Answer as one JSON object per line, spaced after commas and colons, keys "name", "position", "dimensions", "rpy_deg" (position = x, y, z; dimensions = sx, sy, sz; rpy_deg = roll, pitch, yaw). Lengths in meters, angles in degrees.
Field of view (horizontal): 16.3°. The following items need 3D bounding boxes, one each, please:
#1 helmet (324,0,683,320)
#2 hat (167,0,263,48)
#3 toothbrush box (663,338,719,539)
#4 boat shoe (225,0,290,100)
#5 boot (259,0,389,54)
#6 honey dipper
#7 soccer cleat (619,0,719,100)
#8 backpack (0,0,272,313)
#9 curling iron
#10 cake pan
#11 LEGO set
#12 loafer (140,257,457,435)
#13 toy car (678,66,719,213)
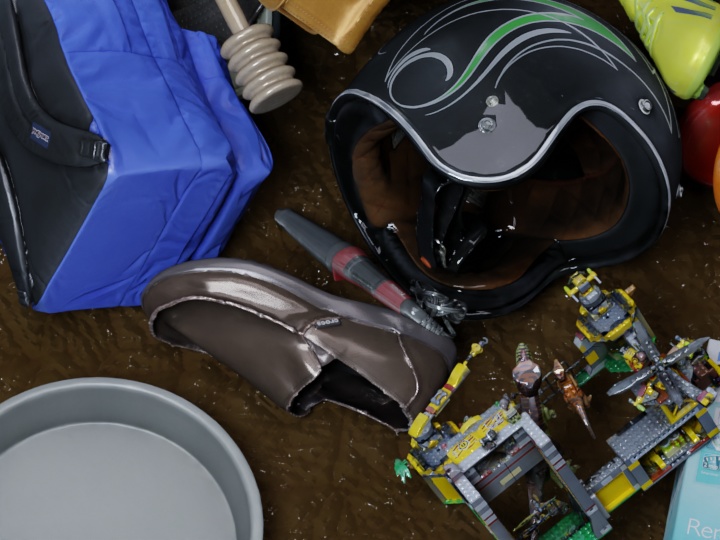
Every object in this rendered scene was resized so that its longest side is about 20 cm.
{"name": "helmet", "position": [0.098, -0.080, 1.579], "dimensions": [0.191, 0.200, 0.200], "rpy_deg": [-27, 63, -23]}
{"name": "hat", "position": [-0.126, -0.233, 1.662], "dimensions": [0.200, 0.081, 0.201], "rpy_deg": [-16, 57, 27]}
{"name": "toothbrush box", "position": [0.256, 0.157, 1.498], "dimensions": [0.146, 0.085, 0.200], "rpy_deg": [13, 56, 5]}
{"name": "boat shoe", "position": [-0.076, -0.188, 1.706], "dimensions": [0.066, 0.074, 0.199], "rpy_deg": [27, 34, -41]}
{"name": "boot", "position": [-0.024, -0.231, 1.593], "dimensions": [0.144, 0.071, 0.201], "rpy_deg": [-53, 42, 11]}
{"name": "honey dipper", "position": [-0.098, -0.192, 1.590], "dimensions": [0.038, 0.038, 0.200], "rpy_deg": [-24, 77, -18]}
{"name": "soccer cleat", "position": [0.192, -0.166, 1.618], "dimensions": [0.084, 0.065, 0.200], "rpy_deg": [25, 23, -10]}
{"name": "backpack", "position": [-0.164, -0.093, 1.587], "dimensions": [0.168, 0.163, 0.200], "rpy_deg": [-3, 53, -41]}
{"name": "curling iron", "position": [0.000, 0.000, 1.564], "dimensions": [0.200, 0.050, 0.026], "rpy_deg": [29, 95, 50]}
{"name": "cake pan", "position": [-0.158, 0.158, 1.494], "dimensions": [0.200, 0.037, 0.200], "rpy_deg": [2, 58, -3]}
{"name": "LEGO set", "position": [0.107, 0.077, 1.471], "dimensions": [0.200, 0.116, 0.154], "rpy_deg": [-33, 44, 4]}
{"name": "loafer", "position": [-0.042, 0.048, 1.551], "dimensions": [0.200, 0.073, 0.071], "rpy_deg": [13, 57, 4]}
{"name": "toy car", "position": [0.280, -0.110, 1.644], "dimensions": [0.150, 0.175, 0.200], "rpy_deg": [-8, 50, 35]}
